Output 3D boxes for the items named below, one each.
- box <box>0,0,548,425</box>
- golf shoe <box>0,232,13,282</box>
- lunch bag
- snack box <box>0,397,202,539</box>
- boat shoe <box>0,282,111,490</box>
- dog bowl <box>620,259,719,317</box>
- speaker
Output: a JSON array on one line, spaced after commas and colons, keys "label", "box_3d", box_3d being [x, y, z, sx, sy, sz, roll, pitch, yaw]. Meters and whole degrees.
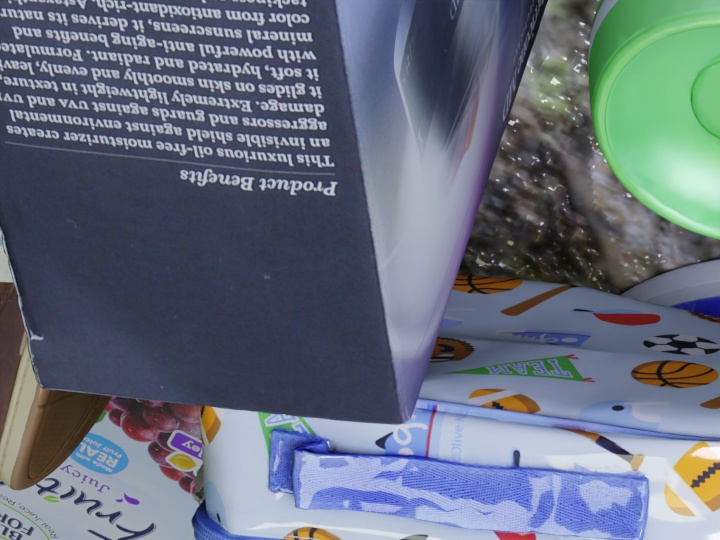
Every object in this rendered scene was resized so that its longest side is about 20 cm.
[{"label": "box", "box_3d": [-0.026, -0.098, 0.779, 0.122, 0.201, 0.199, 6, 136, 15]}, {"label": "golf shoe", "box_3d": [-0.110, -0.091, 0.874, 0.097, 0.078, 0.201, 11, 111, 16]}, {"label": "lunch bag", "box_3d": [0.046, 0.054, 0.838, 0.199, 0.160, 0.076, 5, 103, 16]}, {"label": "snack box", "box_3d": [-0.121, 0.052, 1.068, 0.199, 0.053, 0.142, 27, 138, -5]}, {"label": "boat shoe", "box_3d": [-0.111, -0.021, 0.958, 0.072, 0.072, 0.201, 25, 118, 20]}, {"label": "dog bowl", "box_3d": [0.157, 0.093, 0.984, 0.199, 0.079, 0.201, 11, 136, 10]}, {"label": "speaker", "box_3d": [0.116, -0.100, 0.720, 0.088, 0.201, 0.089, 11, 136, 11]}]
